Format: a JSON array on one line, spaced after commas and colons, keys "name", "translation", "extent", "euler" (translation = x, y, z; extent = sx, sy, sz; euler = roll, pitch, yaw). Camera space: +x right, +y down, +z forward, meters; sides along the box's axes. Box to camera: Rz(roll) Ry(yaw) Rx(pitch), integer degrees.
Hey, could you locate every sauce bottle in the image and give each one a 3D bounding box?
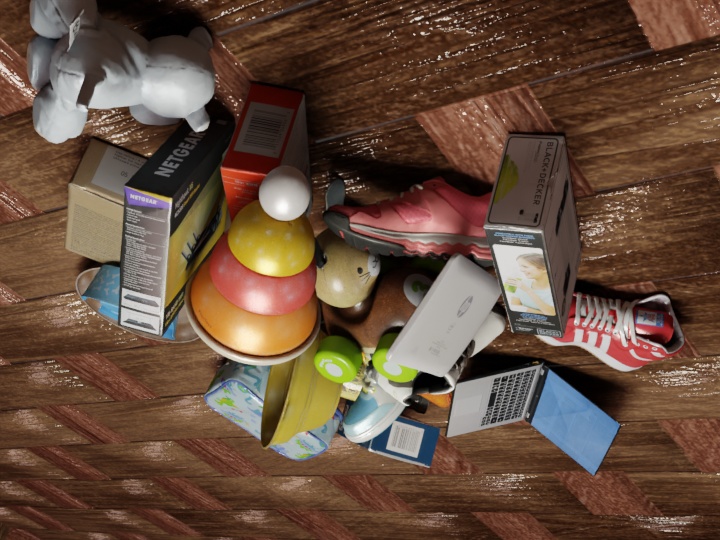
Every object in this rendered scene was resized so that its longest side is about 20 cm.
[{"name": "sauce bottle", "translation": [0.006, 0.160, 1.545], "extent": [0.196, 0.067, 0.066], "euler": [15, 150, -2]}]

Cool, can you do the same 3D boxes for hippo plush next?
[{"name": "hippo plush", "translation": [-0.220, -0.209, 1.009], "extent": [0.158, 0.163, 0.199], "euler": [-3, 177, -30]}]

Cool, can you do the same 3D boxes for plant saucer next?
[{"name": "plant saucer", "translation": [-0.314, 0.041, 1.537], "extent": [0.197, 0.033, 0.201], "euler": [12, 150, 7]}]

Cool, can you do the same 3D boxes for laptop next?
[{"name": "laptop", "translation": [0.231, 0.220, 1.467], "extent": [0.196, 0.117, 0.188], "euler": [-12, 149, -7]}]

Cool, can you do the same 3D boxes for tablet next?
[{"name": "tablet", "translation": [0.096, 0.053, 1.143], "extent": [0.014, 0.131, 0.200], "euler": [35, -176, 22]}]

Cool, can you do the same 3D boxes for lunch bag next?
[{"name": "lunch bag", "translation": [-0.139, 0.212, 1.657], "extent": [0.199, 0.083, 0.160], "euler": [36, 147, -13]}]

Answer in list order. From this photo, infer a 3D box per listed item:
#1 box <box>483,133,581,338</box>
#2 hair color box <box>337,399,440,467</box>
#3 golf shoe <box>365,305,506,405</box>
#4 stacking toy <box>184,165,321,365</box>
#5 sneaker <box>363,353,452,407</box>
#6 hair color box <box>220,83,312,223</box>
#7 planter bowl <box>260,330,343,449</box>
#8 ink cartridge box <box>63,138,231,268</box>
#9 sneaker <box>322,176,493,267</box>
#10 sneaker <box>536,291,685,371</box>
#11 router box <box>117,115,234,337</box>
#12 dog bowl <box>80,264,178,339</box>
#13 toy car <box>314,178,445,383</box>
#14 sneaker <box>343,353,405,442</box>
[{"name": "box", "translation": [0.181, -0.032, 1.088], "extent": [0.059, 0.118, 0.201], "euler": [6, 150, 21]}, {"name": "hair color box", "translation": [0.039, 0.240, 1.581], "extent": [0.098, 0.062, 0.200], "euler": [18, 175, -13]}, {"name": "golf shoe", "translation": [0.107, 0.109, 1.296], "extent": [0.197, 0.095, 0.079], "euler": [-21, 138, -21]}, {"name": "stacking toy", "translation": [-0.087, -0.018, 1.038], "extent": [0.144, 0.147, 0.201], "euler": [19, 134, -5]}, {"name": "sneaker", "translation": [0.048, 0.136, 1.455], "extent": [0.199, 0.078, 0.073], "euler": [38, 174, -24]}, {"name": "hair color box", "translation": [-0.096, -0.089, 1.135], "extent": [0.063, 0.112, 0.201], "euler": [10, 149, 8]}, {"name": "planter bowl", "translation": [-0.071, 0.150, 1.438], "extent": [0.082, 0.204, 0.201], "euler": [13, 151, -12]}, {"name": "ink cartridge box", "translation": [-0.257, -0.057, 1.303], "extent": [0.197, 0.076, 0.165], "euler": [22, 148, -8]}, {"name": "sneaker", "translation": [0.059, -0.059, 1.133], "extent": [0.196, 0.088, 0.074], "euler": [9, 171, -2]}, {"name": "sneaker", "translation": [0.285, 0.056, 1.224], "extent": [0.198, 0.072, 0.112], "euler": [22, 154, -25]}, {"name": "router box", "translation": [-0.189, -0.053, 1.102], "extent": [0.051, 0.201, 0.160], "euler": [13, 121, 5]}, {"name": "dog bowl", "translation": [-0.296, 0.042, 1.400], "extent": [0.110, 0.050, 0.200], "euler": [19, 168, 4]}, {"name": "toy car", "translation": [0.000, 0.000, 1.205], "extent": [0.156, 0.166, 0.201], "euler": [-5, 132, 32]}, {"name": "sneaker", "translation": [0.018, 0.111, 1.357], "extent": [0.130, 0.201, 0.079], "euler": [43, 170, -28]}]
